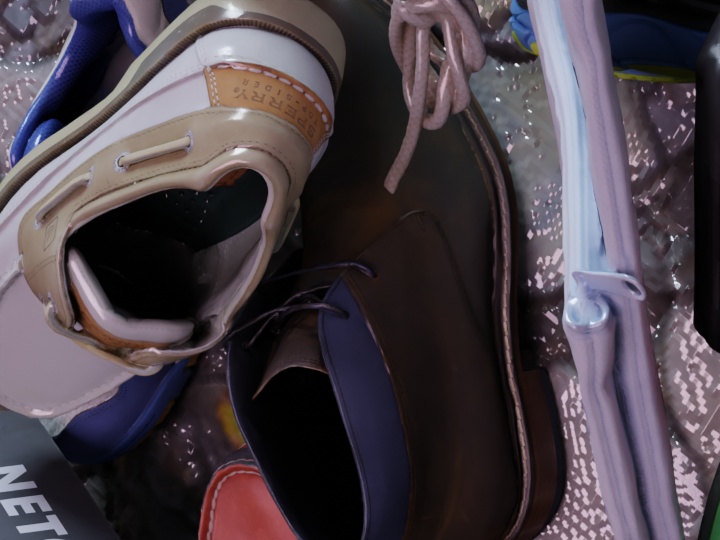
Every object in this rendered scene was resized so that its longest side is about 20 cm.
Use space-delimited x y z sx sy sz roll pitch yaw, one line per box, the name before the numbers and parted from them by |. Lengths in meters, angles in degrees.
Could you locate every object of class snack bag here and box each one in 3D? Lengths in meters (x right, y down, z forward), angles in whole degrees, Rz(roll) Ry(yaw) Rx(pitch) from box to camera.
snack bag | 0.056 -0.037 0.771 0.021 0.189 0.201 -9 124 4

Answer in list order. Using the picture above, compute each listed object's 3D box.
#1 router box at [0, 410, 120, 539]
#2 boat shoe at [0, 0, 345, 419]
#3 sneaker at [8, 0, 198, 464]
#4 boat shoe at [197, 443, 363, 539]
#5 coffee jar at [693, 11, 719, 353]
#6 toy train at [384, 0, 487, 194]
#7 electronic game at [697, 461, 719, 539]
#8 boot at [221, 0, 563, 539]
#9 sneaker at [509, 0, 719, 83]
router box | -0.105 0.163 0.999 0.200 0.052 0.158 -134 44 -53
boat shoe | -0.074 -0.006 0.934 0.074 0.069 0.200 24 137 -15
sneaker | -0.093 -0.021 1.024 0.075 0.088 0.201 28 115 27
boat shoe | -0.027 0.154 0.964 0.071 0.062 0.201 -6 90 36
coffee jar | 0.180 -0.014 0.744 0.199 0.085 0.105 10 127 20
toy train | 0.036 -0.135 0.899 0.084 0.116 0.201 18 129 5
electronic game | 0.141 0.094 0.684 0.200 0.041 0.201 -6 83 57
boot | 0.000 0.000 0.954 0.074 0.097 0.201 -21 86 36
sneaker | 0.117 -0.094 0.857 0.199 0.070 0.083 8 92 51
